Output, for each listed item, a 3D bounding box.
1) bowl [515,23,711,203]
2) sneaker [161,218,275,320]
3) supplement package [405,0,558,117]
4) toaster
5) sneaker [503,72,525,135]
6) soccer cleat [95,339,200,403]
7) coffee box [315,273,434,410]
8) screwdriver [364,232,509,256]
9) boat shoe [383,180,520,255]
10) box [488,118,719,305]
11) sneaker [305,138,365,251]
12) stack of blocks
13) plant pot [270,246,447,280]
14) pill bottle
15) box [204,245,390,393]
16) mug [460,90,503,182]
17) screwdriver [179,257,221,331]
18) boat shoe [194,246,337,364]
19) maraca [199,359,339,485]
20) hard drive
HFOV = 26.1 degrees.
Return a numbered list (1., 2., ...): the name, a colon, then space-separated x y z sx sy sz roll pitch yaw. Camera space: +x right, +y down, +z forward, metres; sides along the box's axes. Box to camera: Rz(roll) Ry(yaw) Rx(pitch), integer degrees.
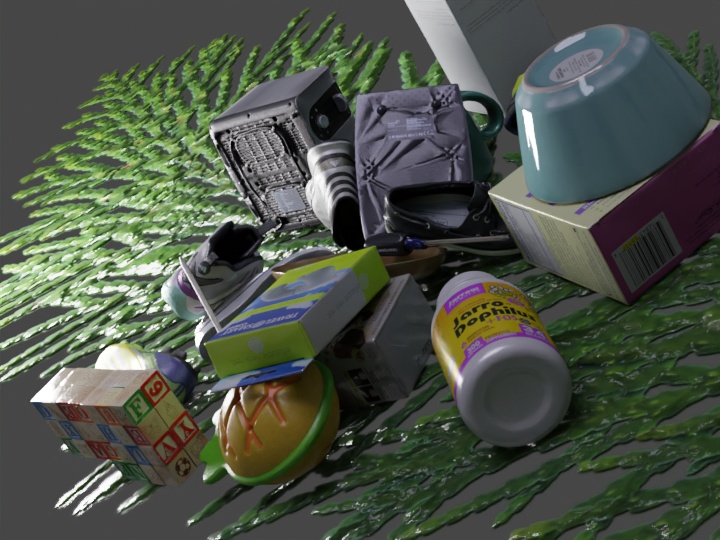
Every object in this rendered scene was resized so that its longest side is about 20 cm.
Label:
1. bowl: 0.232 -0.168 1.524 0.200 0.105 0.201 -26 24 12
2. sneaker: -0.143 -0.019 1.882 0.140 0.078 0.200 -46 -4 28
3. supplement package: 0.160 -0.315 2.008 0.117 0.201 0.117 -39 25 -16
4. toaster: -0.085 -0.151 2.026 0.199 0.182 0.119 -10 26 41
5. sneaker: 0.255 -0.203 1.861 0.199 0.074 0.081 -14 38 47
6. soccer cleat: -0.270 0.132 1.852 0.199 0.065 0.084 -1 45 50
7. coffee box: -0.029 0.085 1.626 0.199 0.080 0.113 -15 29 34
8. screwdriver: 0.080 -0.026 1.648 0.199 0.029 0.028 4 2 45
9. boat shoe: 0.118 -0.067 1.679 0.198 0.066 0.075 7 57 20
10. box: 0.259 -0.075 1.561 0.176 0.097 0.200 -38 25 -13
11. sneaker: -0.023 -0.062 1.856 0.075 0.201 0.116 -12 66 1
12. stack of blocks: -0.265 0.170 1.709 0.199 0.116 0.059 -2 37 50
13. plant pot: 0.000 0.000 1.725 0.198 0.028 0.200 -7 6 1
14. pill bottle: 0.123 0.073 1.436 0.104 0.105 0.200 -30 24 4
15. box: -0.065 0.047 1.544 0.121 0.048 0.200 -16 16 32
16. mug: 0.077 -0.156 1.912 0.151 0.115 0.185 -15 30 34
17. screwdriver: -0.164 0.059 1.747 0.028 0.029 0.201 -34 66 5
18. boat shoe: -0.116 0.030 1.844 0.199 0.074 0.065 -32 28 -2
19. maraca: -0.095 0.153 1.548 0.199 0.107 0.138 -19 42 48
20. hard drive: 0.062 -0.115 1.783 0.134 0.042 0.202 -6 64 5
